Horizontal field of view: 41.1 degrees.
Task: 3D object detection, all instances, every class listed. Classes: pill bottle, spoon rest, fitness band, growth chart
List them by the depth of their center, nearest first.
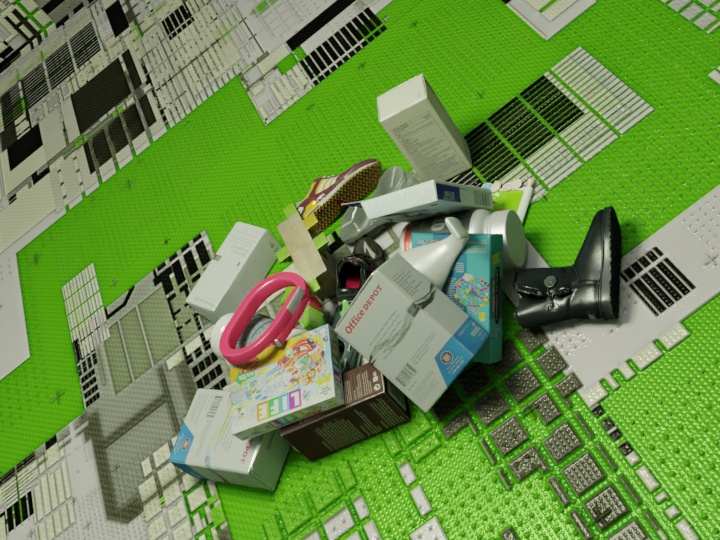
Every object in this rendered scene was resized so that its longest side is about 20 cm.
[{"bbox_3d":[0.113,-0.011,1.536,0.100,0.060,0.200,57,135,18],"label":"spoon rest"},{"bbox_3d":[0.176,-0.041,1.645,0.197,0.114,0.116,-9,51,30],"label":"pill bottle"},{"bbox_3d":[-0.165,0.081,1.659,0.142,0.038,0.201,-6,42,44],"label":"fitness band"},{"bbox_3d":[0.216,-0.104,1.738,0.197,0.018,0.147,-7,53,31],"label":"growth chart"},{"bbox_3d":[-0.181,0.144,1.754,0.198,0.120,0.121,17,67,42],"label":"pill bottle"}]

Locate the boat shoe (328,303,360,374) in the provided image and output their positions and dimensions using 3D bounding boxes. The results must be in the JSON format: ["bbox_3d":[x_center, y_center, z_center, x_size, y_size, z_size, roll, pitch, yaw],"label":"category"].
[{"bbox_3d":[-0.036,0.129,1.703,0.072,0.062,0.203,-18,47,26],"label":"boat shoe"}]

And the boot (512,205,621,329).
[{"bbox_3d":[0.327,-0.006,1.532,0.165,0.076,0.204,-5,60,28],"label":"boot"}]

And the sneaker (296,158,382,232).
[{"bbox_3d":[-0.048,-0.171,1.941,0.199,0.075,0.091,-38,48,4],"label":"sneaker"}]

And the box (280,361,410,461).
[{"bbox_3d":[-0.027,0.232,1.587,0.197,0.100,0.076,-26,45,15],"label":"box"}]

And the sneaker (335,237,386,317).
[{"bbox_3d":[0.000,0.000,1.748,0.075,0.085,0.202,-9,37,17],"label":"sneaker"}]

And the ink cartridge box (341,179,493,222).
[{"bbox_3d":[0.100,-0.110,1.673,0.197,0.198,0.041,-11,83,37],"label":"ink cartridge box"}]

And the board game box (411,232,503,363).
[{"bbox_3d":[0.156,0.041,1.563,0.149,0.047,0.204,3,95,36],"label":"board game box"}]

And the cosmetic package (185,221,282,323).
[{"bbox_3d":[-0.256,0.008,1.954,0.101,0.074,0.202,14,65,42],"label":"cosmetic package"}]

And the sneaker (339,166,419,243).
[{"bbox_3d":[0.038,-0.112,1.841,0.200,0.079,0.071,-41,46,31],"label":"sneaker"}]

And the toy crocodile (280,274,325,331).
[{"bbox_3d":[-0.101,0.066,1.763,0.062,0.067,0.200,-57,20,8],"label":"toy crocodile"}]

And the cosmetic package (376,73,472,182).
[{"bbox_3d":[0.121,-0.257,1.793,0.104,0.200,0.072,-22,46,18],"label":"cosmetic package"}]

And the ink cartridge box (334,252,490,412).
[{"bbox_3d":[0.080,0.097,1.512,0.146,0.199,0.084,-54,-9,35],"label":"ink cartridge box"}]

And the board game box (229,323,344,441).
[{"bbox_3d":[-0.124,0.185,1.586,0.197,0.034,0.136,-23,53,19],"label":"board game box"}]

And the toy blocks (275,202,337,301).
[{"bbox_3d":[-0.081,-0.013,1.802,0.099,0.137,0.202,-33,54,7],"label":"toy blocks"}]

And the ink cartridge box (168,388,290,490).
[{"bbox_3d":[-0.220,0.295,1.689,0.197,0.085,0.147,-1,57,37],"label":"ink cartridge box"}]
